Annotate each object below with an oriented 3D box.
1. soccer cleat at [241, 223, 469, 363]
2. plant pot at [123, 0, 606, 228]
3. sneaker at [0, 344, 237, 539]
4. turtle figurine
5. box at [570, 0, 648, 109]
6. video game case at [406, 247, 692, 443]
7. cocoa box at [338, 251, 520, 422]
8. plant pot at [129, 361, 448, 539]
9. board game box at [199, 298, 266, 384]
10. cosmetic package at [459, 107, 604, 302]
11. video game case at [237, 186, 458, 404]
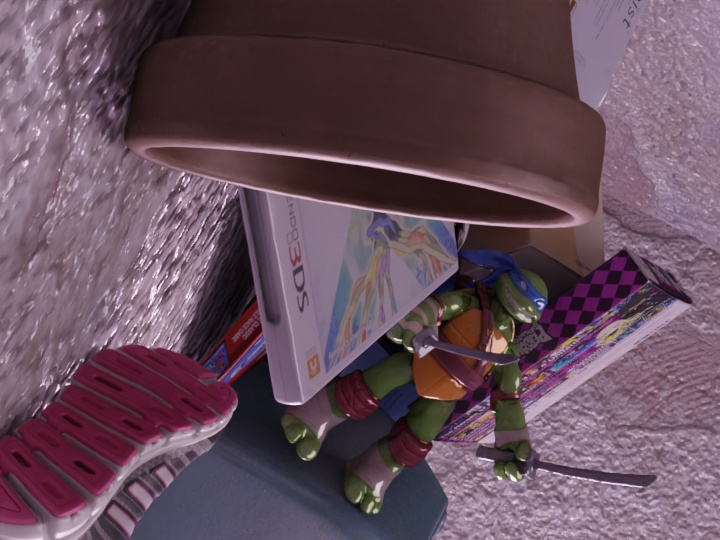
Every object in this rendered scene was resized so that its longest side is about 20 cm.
[{"bbox_3d":[0.000,0.000,1.047,0.200,0.068,0.073,-36,-174,26],"label":"soccer cleat"},{"bbox_3d":[0.012,-0.118,0.627,0.200,0.199,0.176,38,61,-83],"label":"plant pot"},{"bbox_3d":[-0.131,0.104,0.742,0.200,0.073,0.088,-40,156,-61],"label":"sneaker"},{"bbox_3d":[0.051,0.091,0.989,0.194,0.201,0.144,-38,145,19],"label":"turtle figurine"},{"bbox_3d":[0.106,-0.173,1.066,0.176,0.096,0.201,37,78,-54],"label":"box"},{"bbox_3d":[0.149,0.063,1.135,0.200,0.036,0.181,-37,162,15],"label":"video game case"},{"bbox_3d":[0.035,0.064,1.236,0.133,0.131,0.200,-26,163,-49],"label":"cocoa box"},{"bbox_3d":[-0.050,0.196,1.132,0.197,0.199,0.196,-67,171,22],"label":"plant pot"},{"bbox_3d":[-0.044,0.016,0.962,0.200,0.019,0.103,-47,175,36],"label":"board game box"},{"bbox_3d":[0.137,-0.074,1.188,0.071,0.105,0.201,-24,-128,38],"label":"cosmetic package"},{"bbox_3d":[-0.004,-0.049,0.843,0.200,0.022,0.183,-38,125,-53],"label":"video game case"}]
